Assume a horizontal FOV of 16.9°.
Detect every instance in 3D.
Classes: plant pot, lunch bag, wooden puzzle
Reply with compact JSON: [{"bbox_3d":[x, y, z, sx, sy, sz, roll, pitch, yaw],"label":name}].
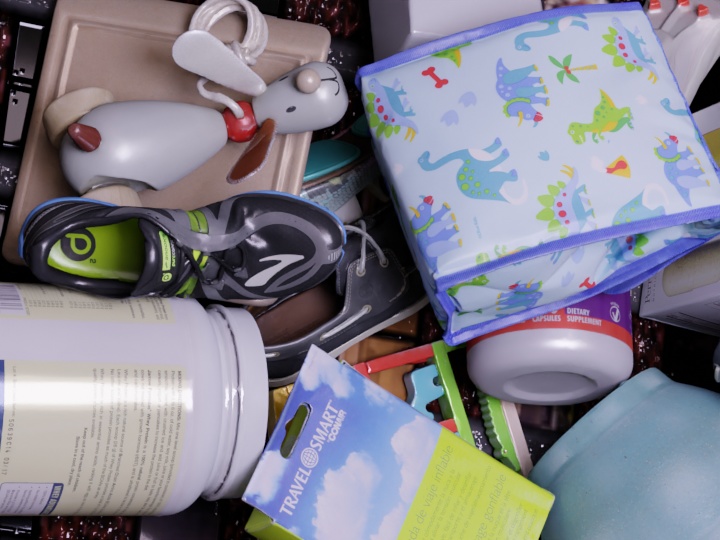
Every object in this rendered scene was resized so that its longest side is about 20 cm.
[{"bbox_3d":[0.198,0.152,1.634,0.200,0.200,0.134,-34,74,-23],"label":"plant pot"},{"bbox_3d":[0.117,-0.069,1.548,0.200,0.127,0.170,-20,68,-1],"label":"lunch bag"},{"bbox_3d":[-0.126,-0.082,1.594,0.185,0.037,0.200,10,74,5],"label":"wooden puzzle"}]

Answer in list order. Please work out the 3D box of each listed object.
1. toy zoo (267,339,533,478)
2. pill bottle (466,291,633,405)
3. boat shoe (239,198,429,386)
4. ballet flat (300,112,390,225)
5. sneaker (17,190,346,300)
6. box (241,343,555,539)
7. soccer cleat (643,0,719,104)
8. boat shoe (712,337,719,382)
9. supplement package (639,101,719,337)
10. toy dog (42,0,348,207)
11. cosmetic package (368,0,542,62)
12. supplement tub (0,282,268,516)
[{"bbox_3d":[0.017,0.125,1.647,0.200,0.020,0.131,-15,87,-23],"label":"toy zoo"},{"bbox_3d":[0.127,-0.015,1.655,0.112,0.112,0.200,8,68,-20],"label":"pill bottle"},{"bbox_3d":[0.000,0.000,1.605,0.200,0.068,0.072,-36,63,-6],"label":"boat shoe"},{"bbox_3d":[0.001,-0.070,1.656,0.200,0.069,0.071,-34,120,-23],"label":"ballet flat"},{"bbox_3d":[-0.108,-0.008,1.473,0.199,0.083,0.071,1,107,-4],"label":"sneaker"},{"bbox_3d":[0.019,0.149,1.550,0.200,0.048,0.122,33,62,-18],"label":"box"},{"bbox_3d":[0.224,-0.154,1.757,0.069,0.078,0.200,23,50,23],"label":"soccer cleat"},{"bbox_3d":[0.275,0.056,1.630,0.060,0.200,0.076,34,91,12],"label":"boat shoe"},{"bbox_3d":[0.314,-0.035,1.692,0.151,0.200,0.152,14,77,-19],"label":"supplement package"},{"bbox_3d":[-0.113,-0.096,1.528,0.200,0.096,0.132,-39,76,-8],"label":"toy dog"},{"bbox_3d":[0.060,-0.219,1.663,0.101,0.071,0.200,7,59,-20],"label":"cosmetic package"},{"bbox_3d":[-0.171,0.081,1.514,0.200,0.145,0.145,3,80,-21],"label":"supplement tub"}]
